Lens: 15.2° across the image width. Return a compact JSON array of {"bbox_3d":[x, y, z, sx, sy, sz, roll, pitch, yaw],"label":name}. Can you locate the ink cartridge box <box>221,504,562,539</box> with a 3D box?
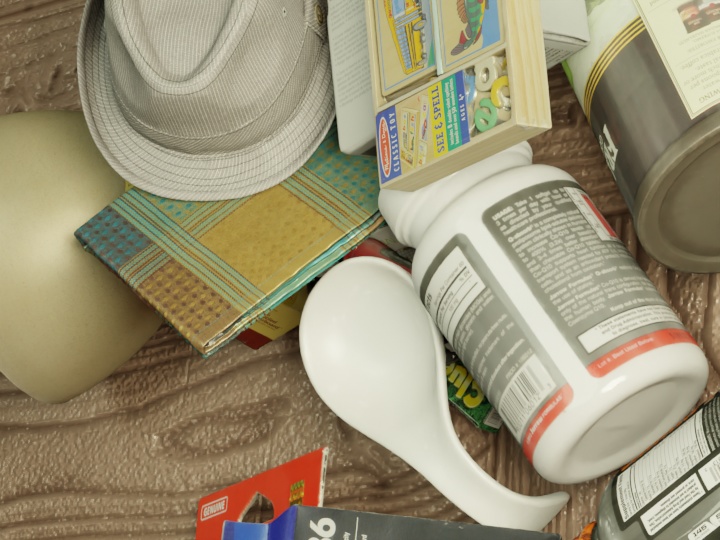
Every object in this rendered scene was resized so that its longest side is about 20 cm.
[{"bbox_3d":[0.014,0.191,1.547,0.199,0.039,0.100,5,62,0],"label":"ink cartridge box"}]

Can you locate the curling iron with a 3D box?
[{"bbox_3d":[0.000,0.000,1.659,0.200,0.026,0.050,31,102,24],"label":"curling iron"}]

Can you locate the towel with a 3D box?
[{"bbox_3d":[-0.058,-0.043,1.654,0.200,0.022,0.147,-38,50,-16],"label":"towel"}]

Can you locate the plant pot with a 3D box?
[{"bbox_3d":[-0.184,-0.028,1.815,0.134,0.200,0.201,-24,58,16],"label":"plant pot"}]

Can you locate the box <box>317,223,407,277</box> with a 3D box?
[{"bbox_3d":[0.022,-0.107,1.721,0.144,0.036,0.201,-18,59,31],"label":"box"}]

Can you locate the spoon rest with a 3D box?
[{"bbox_3d":[0.037,0.077,1.596,0.200,0.061,0.099,48,116,17],"label":"spoon rest"}]

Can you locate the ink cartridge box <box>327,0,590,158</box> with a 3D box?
[{"bbox_3d":[0.048,-0.178,1.566,0.200,0.043,0.174,-28,62,51],"label":"ink cartridge box"}]

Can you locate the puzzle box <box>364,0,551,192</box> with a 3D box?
[{"bbox_3d":[0.048,-0.157,1.503,0.133,0.025,0.201,-25,66,53],"label":"puzzle box"}]

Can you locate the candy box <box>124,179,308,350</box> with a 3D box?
[{"bbox_3d":[-0.097,-0.060,1.767,0.056,0.116,0.201,-29,49,32],"label":"candy box"}]

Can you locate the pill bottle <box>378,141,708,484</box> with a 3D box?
[{"bbox_3d":[0.101,0.013,1.546,0.116,0.116,0.200,-45,63,22],"label":"pill bottle"}]

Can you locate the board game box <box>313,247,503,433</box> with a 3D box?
[{"bbox_3d":[0.048,0.007,1.688,0.200,0.023,0.105,41,102,44],"label":"board game box"}]

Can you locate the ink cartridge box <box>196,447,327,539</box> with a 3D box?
[{"bbox_3d":[-0.085,0.208,1.670,0.200,0.043,0.174,-28,55,60],"label":"ink cartridge box"}]

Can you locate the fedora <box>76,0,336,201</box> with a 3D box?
[{"bbox_3d":[-0.097,-0.151,1.640,0.176,0.090,0.201,5,72,14],"label":"fedora"}]

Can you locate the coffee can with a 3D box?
[{"bbox_3d":[0.189,-0.121,1.515,0.146,0.146,0.201,-40,51,26],"label":"coffee can"}]

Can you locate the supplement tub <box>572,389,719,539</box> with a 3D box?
[{"bbox_3d":[0.211,0.124,1.425,0.200,0.122,0.123,-43,51,25],"label":"supplement tub"}]
